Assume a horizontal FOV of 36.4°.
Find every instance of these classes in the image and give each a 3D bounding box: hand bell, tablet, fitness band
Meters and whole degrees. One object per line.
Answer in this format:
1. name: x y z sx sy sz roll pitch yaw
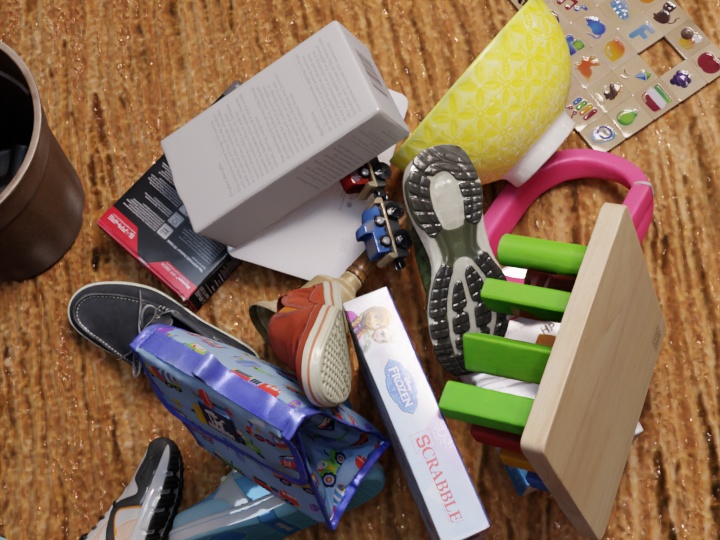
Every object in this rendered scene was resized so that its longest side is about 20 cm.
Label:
1. hand bell: 0.000 0.000 1.017 0.104 0.104 0.200 36 67 15
2. tablet: -0.039 -0.092 1.043 0.130 0.014 0.201 18 85 -14
3. fitness band: 0.181 -0.041 0.992 0.143 0.037 0.200 12 49 36

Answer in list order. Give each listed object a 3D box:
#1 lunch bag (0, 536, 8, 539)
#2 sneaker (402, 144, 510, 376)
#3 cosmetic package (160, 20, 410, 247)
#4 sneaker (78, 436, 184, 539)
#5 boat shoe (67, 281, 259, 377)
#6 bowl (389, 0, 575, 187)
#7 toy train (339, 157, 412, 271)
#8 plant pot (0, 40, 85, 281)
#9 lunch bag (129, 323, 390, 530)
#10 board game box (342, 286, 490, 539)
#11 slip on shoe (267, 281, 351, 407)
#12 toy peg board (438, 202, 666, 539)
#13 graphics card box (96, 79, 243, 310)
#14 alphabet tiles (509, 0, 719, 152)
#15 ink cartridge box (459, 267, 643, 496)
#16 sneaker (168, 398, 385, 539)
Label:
1. lunch bag: -0.278 0.319 0.905 0.200 0.077 0.161 14 104 23
2. sneaker: 0.076 -0.010 0.945 0.077 0.089 0.201 -10 99 -10
3. cosmetic package: -0.069 -0.117 0.972 0.200 0.071 0.102 -31 67 17
4. sneaker: -0.216 0.239 0.965 0.080 0.074 0.200 16 74 12
5. boat shoe: -0.187 0.064 1.017 0.200 0.062 0.075 24 97 11
6. bowl: 0.130 -0.140 1.005 0.108 0.200 0.200 42 80 -3
7. toy train: 0.001 -0.092 0.999 0.046 0.034 0.201 -9 73 -28
8. plant pot: -0.358 -0.090 1.017 0.200 0.198 0.201 -2 73 5
9. lunch bag: -0.081 0.105 0.849 0.150 0.200 0.094 27 74 25
10. board game box: 0.046 0.136 0.908 0.041 0.200 0.200 -22 72 -4
11. slip on shoe: -0.040 0.055 0.841 0.061 0.200 0.074 -7 104 -1
12. toy peg board: 0.153 0.077 0.863 0.098 0.199 0.200 11 65 30
13. graphics card box: -0.141 -0.075 1.069 0.125 0.051 0.200 39 80 15
14. alphabet tiles: 0.246 -0.234 1.109 0.167 0.008 0.200 -34 72 -5
15. ink cartridge box: 0.150 0.085 0.983 0.116 0.067 0.200 -25 72 -4
16. sneaker: -0.085 0.169 0.979 0.200 0.080 0.131 -21 60 4
